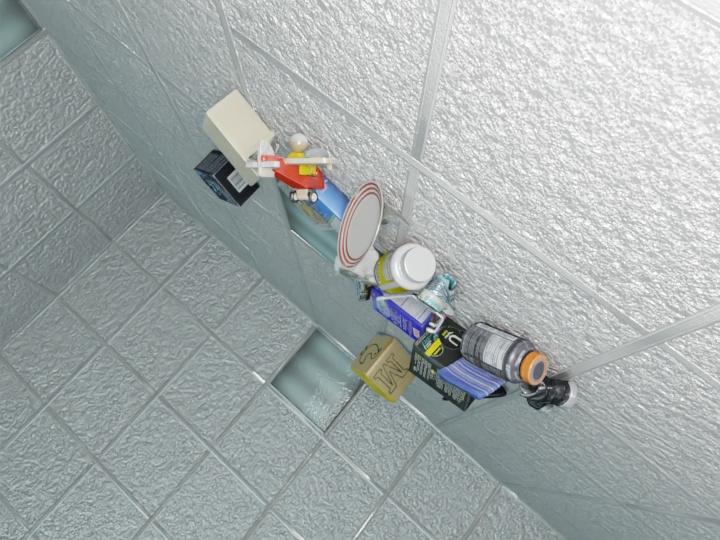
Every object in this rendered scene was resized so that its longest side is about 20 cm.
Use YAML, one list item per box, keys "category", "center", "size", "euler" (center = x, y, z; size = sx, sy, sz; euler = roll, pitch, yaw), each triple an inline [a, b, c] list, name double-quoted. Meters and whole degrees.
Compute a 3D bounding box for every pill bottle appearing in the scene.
- category: "pill bottle"
  center: [0.108, -0.003, 1.238]
  size: [0.109, 0.109, 0.200]
  euler: [43, 165, -7]
- category: "pill bottle"
  center: [0.341, 0.200, 1.215]
  size: [0.199, 0.106, 0.107]
  euler: [22, 156, 52]

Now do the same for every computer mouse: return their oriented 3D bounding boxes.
- category: "computer mouse"
  center: [0.361, 0.366, 1.584]
  size: [0.197, 0.054, 0.139]
  euler: [3, 159, -21]

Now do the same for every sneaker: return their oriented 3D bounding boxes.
- category: "sneaker"
  center: [-0.002, -0.026, 1.324]
  size: [0.077, 0.101, 0.199]
  euler: [4, 169, 30]
- category: "sneaker"
  center: [0.430, 0.291, 1.249]
  size: [0.112, 0.076, 0.200]
  euler: [19, 159, -3]
- category: "sneaker"
  center: [0.205, 0.055, 1.229]
  size: [0.077, 0.087, 0.200]
  euler: [37, -173, 19]

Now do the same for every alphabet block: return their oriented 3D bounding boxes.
- category: "alphabet block"
  center: [0.109, 0.412, 2.193]
  size: [0.197, 0.200, 0.195]
  euler: [46, 164, -15]

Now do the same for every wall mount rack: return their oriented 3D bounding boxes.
- category: "wall mount rack"
  center: [0.139, 0.089, 1.342]
  size: [0.173, 0.075, 0.200]
  euler: [35, -172, 8]

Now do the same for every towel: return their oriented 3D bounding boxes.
- category: "towel"
  center: [0.308, 0.245, 1.287]
  size: [0.144, 0.198, 0.024]
  euler: [23, 128, 49]

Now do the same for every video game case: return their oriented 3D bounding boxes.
- category: "video game case"
  center: [-0.151, -0.197, 1.520]
  size: [0.200, 0.023, 0.181]
  euler: [48, 164, -19]

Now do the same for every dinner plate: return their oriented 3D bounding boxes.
- category: "dinner plate"
  center: [0.003, -0.098, 1.129]
  size: [0.024, 0.203, 0.200]
  euler: [17, 176, -25]

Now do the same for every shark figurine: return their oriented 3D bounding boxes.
- category: "shark figurine"
  center: [0.040, -0.123, 1.198]
  size: [0.089, 0.130, 0.214]
  euler: [21, 156, -27]

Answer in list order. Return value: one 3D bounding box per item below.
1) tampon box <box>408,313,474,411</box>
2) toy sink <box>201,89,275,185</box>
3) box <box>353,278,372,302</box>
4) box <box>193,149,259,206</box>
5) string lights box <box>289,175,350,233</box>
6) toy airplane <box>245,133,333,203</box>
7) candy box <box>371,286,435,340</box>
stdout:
- category: "tampon box"
  center: [0.258, 0.253, 1.427]
  size: [0.199, 0.149, 0.127]
  euler: [33, 142, 27]
- category: "toy sink"
  center: [-0.299, -0.341, 1.333]
  size: [0.201, 0.112, 0.130]
  euler: [51, 163, -13]
- category: "box"
  center: [0.000, 0.000, 1.517]
  size: [0.200, 0.039, 0.139]
  euler: [97, 160, -72]
- category: "box"
  center: [-0.474, -0.328, 1.813]
  size: [0.199, 0.107, 0.149]
  euler: [24, 158, 51]
- category: "string lights box"
  center: [-0.092, -0.185, 1.338]
  size: [0.200, 0.059, 0.103]
  euler: [44, 164, -5]
- category: "toy airplane"
  center: [-0.164, -0.252, 1.176]
  size: [0.197, 0.143, 0.199]
  euler: [16, 171, -8]
- category: "candy box"
  center: [0.131, 0.119, 1.575]
  size: [0.199, 0.077, 0.170]
  euler: [38, 163, 20]
